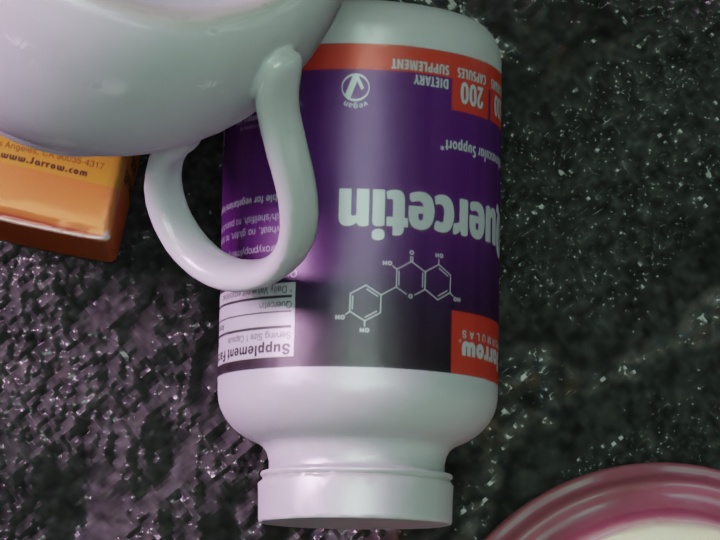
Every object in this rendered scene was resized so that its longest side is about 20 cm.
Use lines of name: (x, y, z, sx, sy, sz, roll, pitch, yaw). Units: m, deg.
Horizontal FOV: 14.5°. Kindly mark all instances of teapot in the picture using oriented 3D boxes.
teapot: (-0.101, -0.112, 1.055, 0.197, 0.146, 0.201, 15, 52, -15)

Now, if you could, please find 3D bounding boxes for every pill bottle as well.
pill bottle: (0.000, 0.000, 1.121, 0.112, 0.112, 0.201, 1, 82, -2)

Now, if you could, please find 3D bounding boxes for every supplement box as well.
supplement box: (-0.109, -0.109, 1.157, 0.068, 0.067, 0.201, 11, 82, -1)

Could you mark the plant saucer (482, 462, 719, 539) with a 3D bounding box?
plant saucer: (0.122, 0.176, 1.132, 0.199, 0.051, 0.202, 0, 81, -2)
